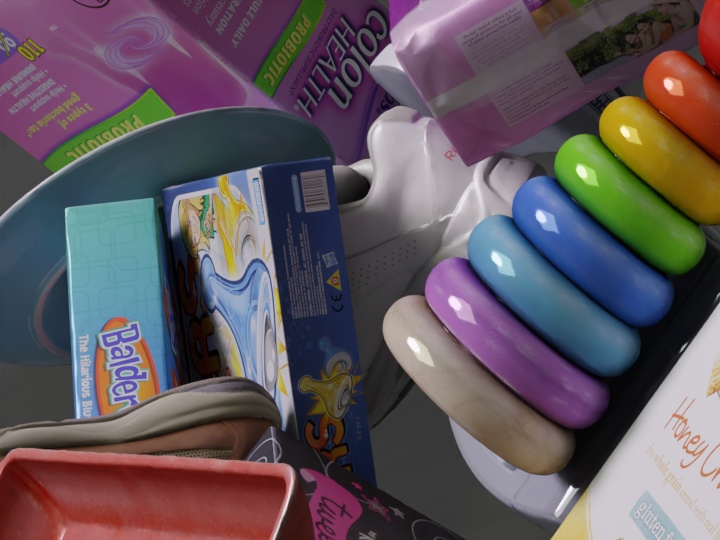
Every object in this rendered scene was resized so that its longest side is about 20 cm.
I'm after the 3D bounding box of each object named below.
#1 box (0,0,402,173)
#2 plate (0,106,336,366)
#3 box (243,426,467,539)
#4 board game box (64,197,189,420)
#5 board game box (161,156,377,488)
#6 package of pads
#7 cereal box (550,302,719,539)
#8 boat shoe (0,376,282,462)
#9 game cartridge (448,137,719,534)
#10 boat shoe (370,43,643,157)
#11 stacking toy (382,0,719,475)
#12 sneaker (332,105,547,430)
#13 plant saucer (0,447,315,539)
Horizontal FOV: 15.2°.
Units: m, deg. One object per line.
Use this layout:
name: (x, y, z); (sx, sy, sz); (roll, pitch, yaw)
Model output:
box: (-0.096, -0.109, 1.381); (0.176, 0.200, 0.097); (-27, 31, 51)
plate: (-0.097, -0.006, 1.287); (0.200, 0.200, 0.026); (-47, 59, 32)
box: (-0.007, 0.169, 0.924); (0.115, 0.132, 0.200); (-52, 20, 19)
board game box: (-0.096, 0.092, 1.204); (0.152, 0.045, 0.201); (83, 180, -60)
board game box: (-0.037, 0.057, 1.166); (0.135, 0.034, 0.201); (172, 89, -68)
package of pads: (0.108, -0.135, 1.112); (0.199, 0.076, 0.121); (-29, 23, 13)
cereal box: (0.139, 0.055, 0.872); (0.200, 0.039, 0.144); (-56, 18, 7)
boat shoe: (-0.113, 0.103, 1.057); (0.076, 0.199, 0.072); (100, 147, -55)
game cartridge: (0.090, 0.030, 1.052); (0.133, 0.041, 0.200); (-60, 17, 9)
boat shoe: (0.075, -0.095, 1.252); (0.065, 0.074, 0.200); (-54, 28, -12)
stacking toy: (0.101, -0.025, 0.954); (0.200, 0.085, 0.085); (-49, 19, 8)
sneaker: (0.000, 0.000, 1.197); (0.200, 0.099, 0.078); (-55, -3, 36)
plant saucer: (-0.092, 0.159, 0.868); (0.199, 0.037, 0.201); (-3, 63, 56)
